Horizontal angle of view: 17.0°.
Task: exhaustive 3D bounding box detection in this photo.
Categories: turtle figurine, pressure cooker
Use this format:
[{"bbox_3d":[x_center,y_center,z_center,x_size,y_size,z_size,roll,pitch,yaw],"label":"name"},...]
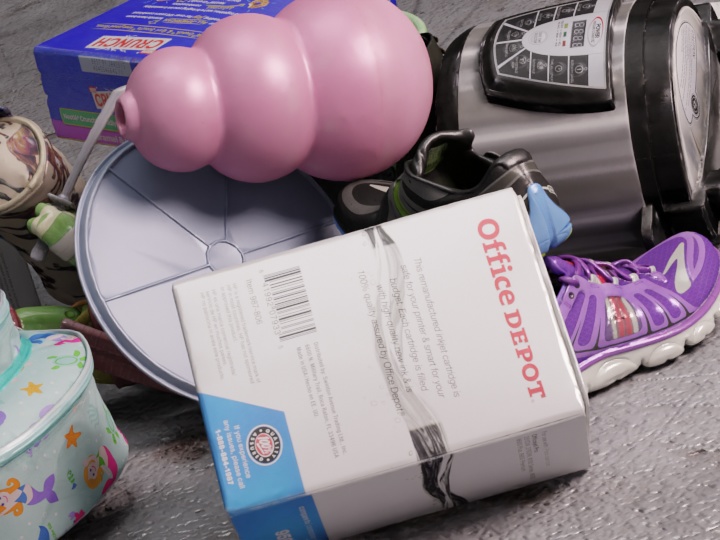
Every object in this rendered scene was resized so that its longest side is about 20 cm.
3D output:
[{"bbox_3d":[-0.196,0.020,1.603,0.193,0.200,0.144,-23,-14,-9],"label":"turtle figurine"},{"bbox_3d":[0.165,-0.090,1.569,0.199,0.176,0.179,-7,5,21],"label":"pressure cooker"}]

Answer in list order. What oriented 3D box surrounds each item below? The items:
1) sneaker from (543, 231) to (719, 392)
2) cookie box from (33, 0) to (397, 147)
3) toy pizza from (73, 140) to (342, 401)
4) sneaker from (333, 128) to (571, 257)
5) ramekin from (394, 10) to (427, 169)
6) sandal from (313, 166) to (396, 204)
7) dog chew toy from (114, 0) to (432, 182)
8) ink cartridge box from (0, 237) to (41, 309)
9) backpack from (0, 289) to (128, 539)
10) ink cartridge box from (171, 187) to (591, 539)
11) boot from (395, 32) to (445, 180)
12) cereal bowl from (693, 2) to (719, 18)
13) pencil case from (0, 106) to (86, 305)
[{"bbox_3d":[0.140,0.020,1.424,0.200,0.084,0.081,-28,23,-32],"label":"sneaker"},{"bbox_3d":[-0.098,-0.154,1.689,0.171,0.075,0.200,12,33,44],"label":"cookie box"},{"bbox_3d":[-0.092,-0.001,1.540,0.200,0.200,0.032,-31,-8,-37],"label":"toy pizza"},{"bbox_3d":[0.052,-0.047,1.466,0.071,0.083,0.199,-28,16,-30],"label":"sneaker"},{"bbox_3d":[-0.040,-0.119,1.805,0.199,0.098,0.200,-10,22,4],"label":"ramekin"},{"bbox_3d":[-0.068,-0.040,1.713,0.200,0.076,0.048,-5,-4,8],"label":"sandal"},{"bbox_3d":[-0.058,-0.111,1.527,0.199,0.125,0.124,-10,17,-21],"label":"dog chew toy"},{"bbox_3d":[-0.361,-0.005,1.781,0.200,0.147,0.146,-21,21,-16],"label":"ink cartridge box"},{"bbox_3d":[-0.245,0.098,1.426,0.199,0.151,0.178,5,32,31],"label":"backpack"},{"bbox_3d":[0.013,0.058,1.317,0.199,0.084,0.145,-16,62,0],"label":"ink cartridge box"},{"bbox_3d":[0.060,-0.118,1.697,0.077,0.139,0.200,-11,18,12],"label":"boot"},{"bbox_3d":[0.210,-0.132,1.737,0.199,0.084,0.200,-8,-4,-1],"label":"cereal bowl"},{"bbox_3d":[-0.221,-0.040,1.679,0.089,0.200,0.078,33,81,26],"label":"pencil case"}]
